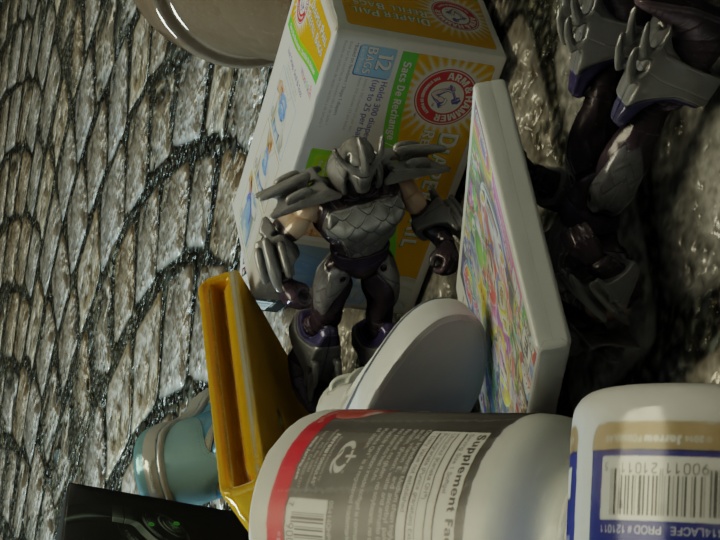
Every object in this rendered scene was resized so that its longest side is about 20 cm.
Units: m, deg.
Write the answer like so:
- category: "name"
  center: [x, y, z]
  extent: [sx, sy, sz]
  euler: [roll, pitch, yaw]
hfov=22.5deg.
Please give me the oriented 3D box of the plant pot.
- category: "plant pot"
  center: [-0.043, -0.214, 1.230]
  extent: [0.174, 0.199, 0.202]
  euler: [40, 122, 49]

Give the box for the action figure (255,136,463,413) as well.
- category: "action figure"
  center: [0.000, 0.000, 1.068]
  extent: [0.070, 0.129, 0.201]
  euler: [-108, 14, -46]

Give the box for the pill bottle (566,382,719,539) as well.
- category: "pill bottle"
  center: [0.129, 0.147, 0.661]
  extent: [0.116, 0.115, 0.202]
  euler: [159, 117, -69]

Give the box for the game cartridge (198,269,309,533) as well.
- category: "game cartridge"
  center: [-0.046, 0.127, 1.134]
  extent: [0.177, 0.032, 0.201]
  euler: [-101, -10, -46]

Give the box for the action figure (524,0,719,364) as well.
- category: "action figure"
  center: [0.111, -0.042, 0.862]
  extent: [0.130, 0.069, 0.202]
  euler: [-127, 44, -57]

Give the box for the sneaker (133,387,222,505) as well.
- category: "sneaker"
  center: [-0.071, 0.125, 1.329]
  extent: [0.200, 0.129, 0.080]
  euler: [-35, -67, -70]

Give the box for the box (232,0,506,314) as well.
- category: "box"
  center: [0.001, -0.085, 1.124]
  extent: [0.102, 0.112, 0.201]
  euler: [-106, 28, -50]

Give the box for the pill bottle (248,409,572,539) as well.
- category: "pill bottle"
  center: [0.054, 0.119, 0.814]
  extent: [0.199, 0.110, 0.112]
  euler: [-2, 79, 42]

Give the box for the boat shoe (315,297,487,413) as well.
- category: "boat shoe"
  center: [0.002, 0.085, 0.959]
  extent: [0.065, 0.073, 0.201]
  euler: [54, 130, 40]

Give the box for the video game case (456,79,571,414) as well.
- category: "video game case"
  center: [0.072, 0.021, 0.901]
  extent: [0.200, 0.018, 0.144]
  euler: [89, 171, -61]

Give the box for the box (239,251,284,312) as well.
- category: "box"
  center: [-0.046, -0.045, 1.365]
  extent: [0.200, 0.034, 0.111]
  euler: [145, 129, -65]

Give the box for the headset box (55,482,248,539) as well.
- category: "headset box"
  center: [-0.124, 0.238, 1.199]
  extent: [0.174, 0.198, 0.093]
  euler: [-101, 26, -62]
